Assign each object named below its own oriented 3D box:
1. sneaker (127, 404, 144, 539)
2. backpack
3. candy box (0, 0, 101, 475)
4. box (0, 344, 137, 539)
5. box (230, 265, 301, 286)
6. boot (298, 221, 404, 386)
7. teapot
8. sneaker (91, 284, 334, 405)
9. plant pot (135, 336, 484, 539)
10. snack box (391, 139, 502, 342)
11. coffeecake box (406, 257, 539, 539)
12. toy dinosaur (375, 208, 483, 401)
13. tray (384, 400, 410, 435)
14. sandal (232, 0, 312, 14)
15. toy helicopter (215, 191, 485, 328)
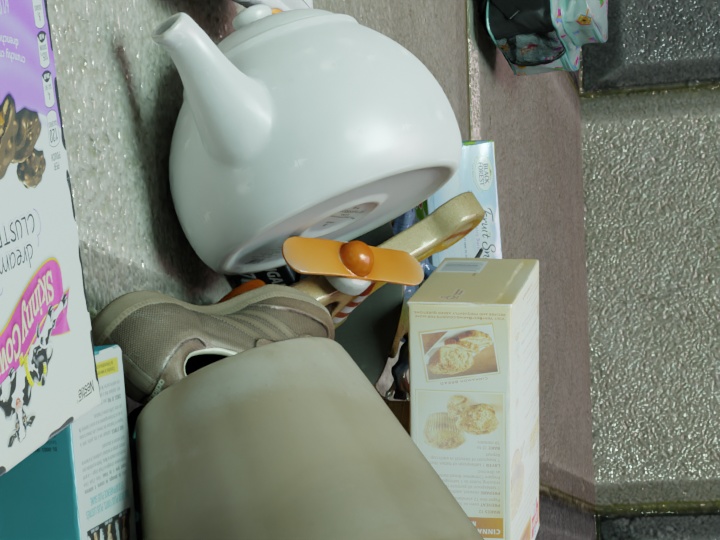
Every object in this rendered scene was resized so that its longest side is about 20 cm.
[{"bbox_3d":[-0.095,0.110,1.192,0.200,0.075,0.080,-45,128,-73],"label":"sneaker"},{"bbox_3d":[0.217,-0.326,2.467,0.200,0.152,0.177,68,17,-71],"label":"backpack"},{"bbox_3d":[-0.179,-0.017,0.868,0.168,0.071,0.201,-43,128,-73],"label":"candy box"},{"bbox_3d":[-0.145,0.141,1.022,0.082,0.049,0.201,-17,103,-77],"label":"box"},{"bbox_3d":[-0.048,-0.036,1.483,0.200,0.046,0.160,64,27,-59],"label":"box"},{"bbox_3d":[-0.005,-0.003,1.424,0.076,0.073,0.201,79,11,-71],"label":"boot"},{"bbox_3d":[-0.039,-0.096,1.291,0.147,0.197,0.200,66,-22,10],"label":"teapot"},{"bbox_3d":[-0.072,0.057,1.183,0.200,0.076,0.071,0,131,-53],"label":"sneaker"},{"bbox_3d":[-0.034,0.137,1.061,0.174,0.199,0.200,67,7,18],"label":"plant pot"},{"bbox_3d":[0.059,-0.024,1.723,0.200,0.067,0.170,-160,-115,-76],"label":"snack box"},{"bbox_3d":[0.080,0.104,1.427,0.154,0.073,0.201,-44,134,-74],"label":"coffeecake box"},{"bbox_3d":[0.012,0.015,1.598,0.105,0.200,0.183,-7,94,-35],"label":"toy dinosaur"},{"bbox_3d":[0.015,0.199,1.406,0.099,0.037,0.201,72,24,-49],"label":"tray"},{"bbox_3d":[-0.070,-0.200,1.334,0.059,0.079,0.207,-62,166,5],"label":"sandal"},{"bbox_3d":[0.000,0.000,1.323,0.079,0.199,0.132,53,-24,13],"label":"toy helicopter"}]
